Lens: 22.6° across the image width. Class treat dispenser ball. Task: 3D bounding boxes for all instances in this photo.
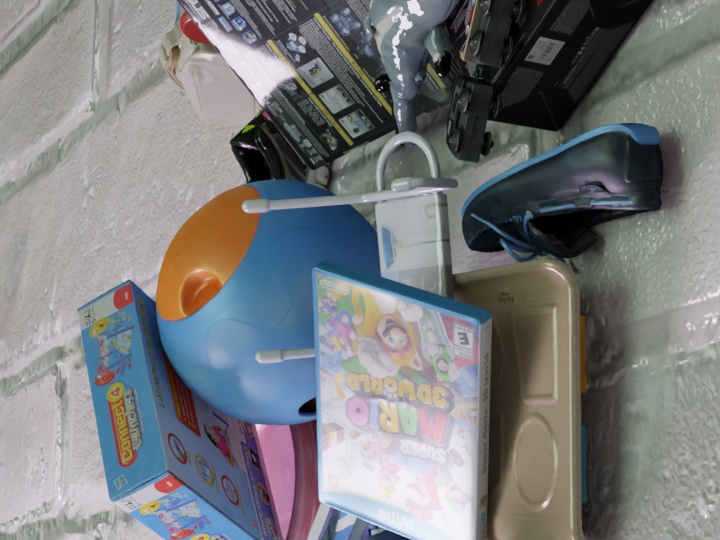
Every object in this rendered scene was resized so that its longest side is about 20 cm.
[{"bbox_3d":[-0.068,0.026,1.479,0.201,0.200,0.202,-24,62,59],"label":"treat dispenser ball"}]

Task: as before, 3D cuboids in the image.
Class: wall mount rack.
[{"bbox_3d":[0.000,0.000,1.340,0.173,0.074,0.201,-7,86,44],"label":"wall mount rack"}]

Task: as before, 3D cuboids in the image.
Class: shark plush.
[{"bbox_3d":[0.036,-0.171,1.302,0.083,0.091,0.201,48,133,35],"label":"shark plush"}]

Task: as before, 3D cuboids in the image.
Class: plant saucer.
[{"bbox_3d":[-0.078,0.196,1.622,0.200,0.051,0.202,-23,64,59],"label":"plant saucer"}]

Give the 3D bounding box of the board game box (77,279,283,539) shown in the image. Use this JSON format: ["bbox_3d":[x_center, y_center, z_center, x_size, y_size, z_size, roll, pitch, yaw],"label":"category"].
[{"bbox_3d":[-0.148,0.140,1.514,0.056,0.196,0.201,-28,49,13],"label":"board game box"}]

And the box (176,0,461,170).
[{"bbox_3d":[-0.032,-0.192,1.429,0.161,0.200,0.049,-24,26,35],"label":"box"}]

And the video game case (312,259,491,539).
[{"bbox_3d":[0.028,0.101,1.287,0.143,0.018,0.201,17,122,31],"label":"video game case"}]

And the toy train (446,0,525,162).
[{"bbox_3d":[0.091,-0.174,1.241,0.046,0.034,0.201,-130,50,-69],"label":"toy train"}]

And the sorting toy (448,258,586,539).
[{"bbox_3d":[0.113,0.097,1.271,0.185,0.036,0.201,168,98,-68],"label":"sorting toy"}]

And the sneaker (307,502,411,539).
[{"bbox_3d":[0.033,0.187,1.390,0.146,0.080,0.201,34,111,51],"label":"sneaker"}]

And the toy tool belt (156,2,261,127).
[{"bbox_3d":[-0.132,-0.234,1.724,0.200,0.124,0.123,75,-166,-61],"label":"toy tool belt"}]

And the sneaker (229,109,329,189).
[{"bbox_3d":[-0.074,-0.132,1.653,0.074,0.087,0.201,-3,81,63],"label":"sneaker"}]

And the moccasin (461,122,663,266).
[{"bbox_3d":[0.131,-0.040,1.241,0.200,0.080,0.069,-33,64,59],"label":"moccasin"}]

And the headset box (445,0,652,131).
[{"bbox_3d":[0.122,-0.226,1.307,0.149,0.077,0.201,-56,36,41],"label":"headset box"}]
